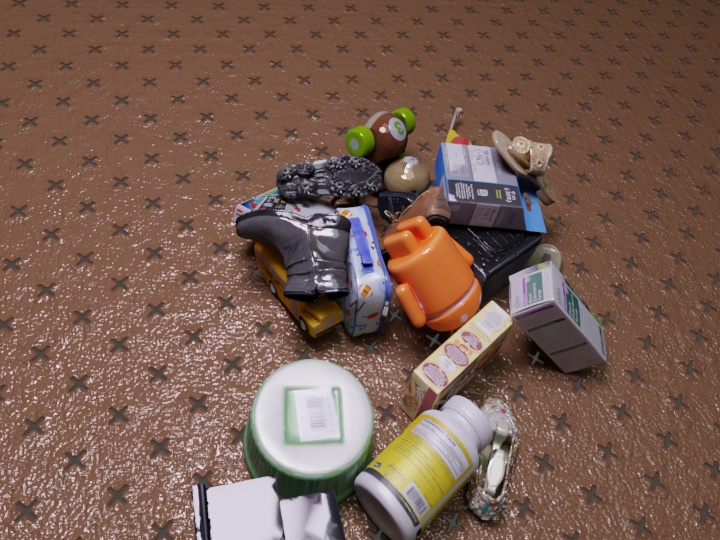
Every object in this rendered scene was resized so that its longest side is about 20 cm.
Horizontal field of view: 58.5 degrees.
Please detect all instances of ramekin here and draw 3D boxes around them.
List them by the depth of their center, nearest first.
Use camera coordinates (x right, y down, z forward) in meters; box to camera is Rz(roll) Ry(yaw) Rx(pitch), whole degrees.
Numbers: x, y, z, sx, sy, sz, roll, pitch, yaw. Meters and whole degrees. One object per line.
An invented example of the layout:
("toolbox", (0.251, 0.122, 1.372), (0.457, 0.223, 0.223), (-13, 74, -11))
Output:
("ramekin", (-0.072, 0.229, 0.928), (0.195, 0.099, 0.204), (5, 52, -6))

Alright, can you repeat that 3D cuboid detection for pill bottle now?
("pill bottle", (0.094, 0.274, 0.908), (0.199, 0.113, 0.112), (-37, 66, -26))

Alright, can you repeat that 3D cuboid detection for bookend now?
("bookend", (-0.099, 0.326, 0.785), (0.195, 0.201, 0.094), (-6, 51, -16))

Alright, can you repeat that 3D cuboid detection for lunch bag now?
("lunch bag", (0.000, 0.000, 1.077), (0.074, 0.162, 0.203), (-7, 54, -14))

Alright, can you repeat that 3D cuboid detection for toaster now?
("toaster", (0.216, -0.059, 1.190), (0.198, 0.120, 0.181), (-30, 64, -29))

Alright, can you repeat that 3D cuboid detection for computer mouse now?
("computer mouse", (0.027, -0.123, 1.207), (0.196, 0.060, 0.034), (8, 29, 32))

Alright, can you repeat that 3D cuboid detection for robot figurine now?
("robot figurine", (0.121, 0.011, 1.036), (0.202, 0.115, 0.144), (55, 20, -14))

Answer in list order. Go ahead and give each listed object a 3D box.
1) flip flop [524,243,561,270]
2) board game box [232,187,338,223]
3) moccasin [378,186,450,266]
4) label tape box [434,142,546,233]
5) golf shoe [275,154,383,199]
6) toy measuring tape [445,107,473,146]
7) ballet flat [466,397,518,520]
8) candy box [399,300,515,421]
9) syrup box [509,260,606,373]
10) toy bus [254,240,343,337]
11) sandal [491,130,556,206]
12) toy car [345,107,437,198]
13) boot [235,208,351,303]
("flip flop", (0.339, 0.017, 1.194), (0.080, 0.058, 0.202), (23, 52, 7))
("board game box", (-0.126, -0.100, 1.156), (0.124, 0.035, 0.200), (27, 26, 11))
("moccasin", (0.080, -0.074, 1.128), (0.072, 0.202, 0.079), (12, 55, -24))
("label tape box", (0.237, -0.149, 1.146), (0.194, 0.064, 0.147), (4, 53, -7))
("golf shoe", (-0.058, -0.172, 1.183), (0.195, 0.094, 0.080), (-1, 97, -10))
("toy measuring tape", (0.217, -0.275, 1.388), (0.072, 0.074, 0.203), (17, 52, 3))
("ballet flat", (0.206, 0.273, 0.970), (0.074, 0.065, 0.203), (15, 51, 2))
("candy box", (0.154, 0.148, 1.022), (0.198, 0.117, 0.055), (-35, 64, -31))
("syrup box", (0.326, 0.081, 1.060), (0.200, 0.080, 0.080), (42, 40, -34))
("toy bus", (-0.105, 0.020, 1.082), (0.064, 0.080, 0.200), (-23, 45, -25))
("sandal", (0.316, -0.199, 1.150), (0.211, 0.069, 0.079), (36, 38, -38))
("toy car", (0.086, -0.196, 1.235), (0.199, 0.160, 0.163), (36, 45, 24))
("boot", (-0.111, -0.021, 1.002), (0.195, 0.070, 0.135), (2, 75, 13))
